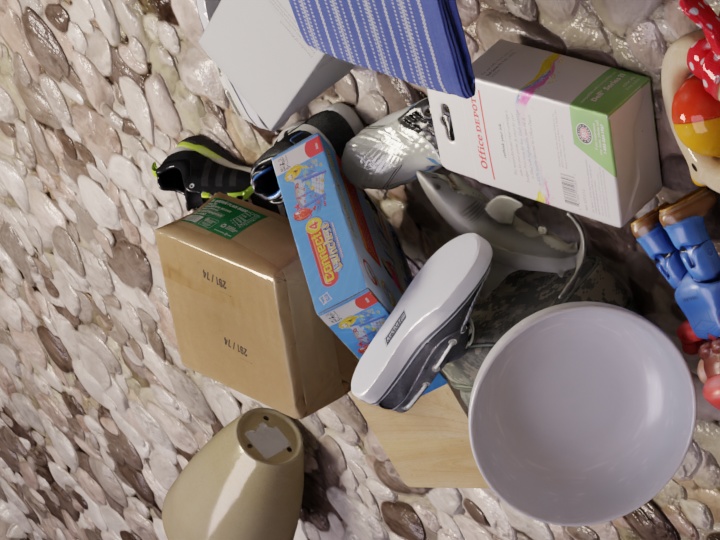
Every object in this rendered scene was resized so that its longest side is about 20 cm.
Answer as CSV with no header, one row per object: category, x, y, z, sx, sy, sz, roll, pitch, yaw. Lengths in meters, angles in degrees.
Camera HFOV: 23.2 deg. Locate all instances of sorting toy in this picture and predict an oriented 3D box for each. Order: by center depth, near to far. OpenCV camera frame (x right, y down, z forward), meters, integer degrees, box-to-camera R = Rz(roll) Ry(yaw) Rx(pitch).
sorting toy,0.078,0.136,1.913,0.199,0.069,0.200,-10,114,57

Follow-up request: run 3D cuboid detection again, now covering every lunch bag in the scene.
lunch bag,0.181,0.088,1.651,0.168,0.140,0.199,51,152,-21

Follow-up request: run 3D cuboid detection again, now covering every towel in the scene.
towel,0.008,-0.222,1.436,0.199,0.024,0.146,24,145,40

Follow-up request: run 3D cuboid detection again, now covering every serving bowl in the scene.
serving bowl,0.187,0.116,1.519,0.202,0.198,0.066,62,-175,-18

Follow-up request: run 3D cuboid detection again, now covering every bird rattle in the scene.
bird rattle,0.270,-0.122,1.327,0.201,0.112,0.163,62,166,-11

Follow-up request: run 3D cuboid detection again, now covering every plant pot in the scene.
plant pot,-0.147,0.279,2.312,0.187,0.187,0.201,43,136,16

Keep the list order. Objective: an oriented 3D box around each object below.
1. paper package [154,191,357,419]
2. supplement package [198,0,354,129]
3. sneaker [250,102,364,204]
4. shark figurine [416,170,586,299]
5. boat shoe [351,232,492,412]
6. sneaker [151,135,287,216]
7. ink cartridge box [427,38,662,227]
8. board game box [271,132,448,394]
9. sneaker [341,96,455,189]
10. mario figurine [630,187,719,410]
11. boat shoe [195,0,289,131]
paper package,-0.110,0.035,1.902,0.199,0.103,0.193,21,130,41
supplement package,-0.051,-0.242,1.629,0.118,0.117,0.200,49,150,3
sneaker,-0.081,-0.105,1.829,0.073,0.112,0.200,53,151,0
shark figurine,0.141,-0.010,1.591,0.214,0.090,0.128,28,172,44
boat shoe,0.070,0.053,1.588,0.067,0.072,0.201,24,117,-22
sneaker,-0.160,-0.083,1.997,0.199,0.083,0.072,28,144,36
ink cartridge box,0.155,-0.124,1.506,0.199,0.067,0.118,21,139,37
board game box,0.000,0.000,1.716,0.196,0.055,0.201,49,-162,-50
sneaker,0.065,-0.127,1.657,0.199,0.072,0.073,-15,99,45
mario figurine,0.310,0.029,1.480,0.123,0.105,0.202,-57,-59,-85
boat shoe,-0.134,-0.236,1.811,0.069,0.071,0.201,16,141,43
